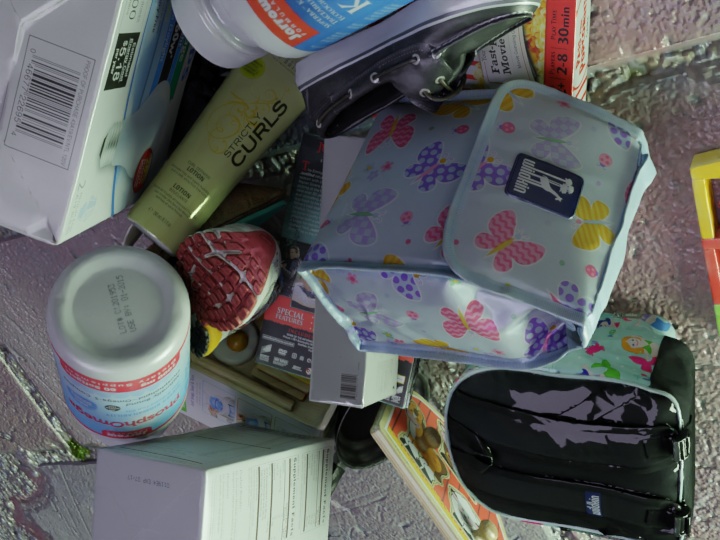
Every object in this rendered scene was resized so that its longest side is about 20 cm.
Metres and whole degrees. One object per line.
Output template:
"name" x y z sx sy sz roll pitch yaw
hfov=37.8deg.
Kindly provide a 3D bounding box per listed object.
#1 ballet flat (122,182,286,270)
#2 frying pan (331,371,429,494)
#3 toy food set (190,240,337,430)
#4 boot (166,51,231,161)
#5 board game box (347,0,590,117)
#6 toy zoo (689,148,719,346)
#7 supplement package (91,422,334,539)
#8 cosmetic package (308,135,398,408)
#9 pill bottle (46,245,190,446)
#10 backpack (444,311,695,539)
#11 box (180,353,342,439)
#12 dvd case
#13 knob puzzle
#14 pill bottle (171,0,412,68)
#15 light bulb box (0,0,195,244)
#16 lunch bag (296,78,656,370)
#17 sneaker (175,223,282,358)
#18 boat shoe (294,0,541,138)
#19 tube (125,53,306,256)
"ballet flat" -0.152 -0.035 0.895 0.199 0.068 0.073 -35 83 28
"frying pan" 0.003 0.173 1.023 0.031 0.114 0.192 40 110 40
"toy food set" -0.086 0.038 0.950 0.198 0.145 0.060 25 166 11
"boot" -0.182 -0.129 0.927 0.162 0.074 0.198 45 131 -9
"board game box" 0.064 -0.178 0.754 0.198 0.046 0.153 12 131 23
"toy zoo" 0.312 -0.023 0.754 0.130 0.021 0.202 -1 125 32
"supplement package" -0.118 0.200 0.891 0.112 0.199 0.111 5 91 29
"cosmetic package" 0.000 0.000 0.825 0.050 0.082 0.203 4 92 22
"pill bottle" -0.193 0.074 0.860 0.108 0.109 0.201 28 150 7
"backpack" 0.173 0.123 0.866 0.197 0.151 0.179 0 121 21
"box" -0.106 0.095 1.036 0.198 0.113 0.102 24 140 11
"dvd case" -0.004 -0.002 0.881 0.144 0.022 0.203 14 97 20
"knob puzzle" 0.086 0.179 0.955 0.030 0.220 0.220 -35 106 14
"pill bottle" -0.027 -0.204 0.675 0.199 0.113 0.113 -20 114 37
"light bulb box" -0.208 -0.148 0.762 0.123 0.200 0.200 21 108 4
"lunch bag" 0.084 -0.034 0.709 0.198 0.171 0.128 6 146 34
"sneaker" -0.101 0.003 0.840 0.078 0.082 0.200 55 154 1
"boat shoe" 0.037 -0.136 0.702 0.198 0.070 0.067 -15 88 35
"tube" -0.106 -0.105 0.833 0.052 0.201 0.058 28 166 45
